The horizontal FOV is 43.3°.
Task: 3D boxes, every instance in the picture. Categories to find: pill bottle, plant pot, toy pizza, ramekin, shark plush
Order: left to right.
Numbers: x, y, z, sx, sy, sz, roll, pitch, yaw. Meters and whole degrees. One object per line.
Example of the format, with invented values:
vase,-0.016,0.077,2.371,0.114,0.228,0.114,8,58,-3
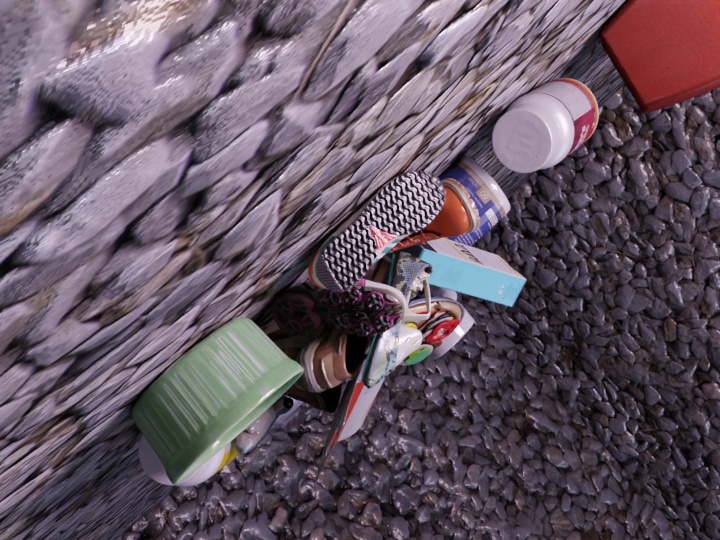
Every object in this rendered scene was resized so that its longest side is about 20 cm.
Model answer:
pill bottle,-0.228,0.230,1.242,0.112,0.113,0.200,-42,174,5
ramekin,-0.171,0.147,1.066,0.200,0.098,0.200,-41,174,-5
shark plush,-0.152,0.208,1.315,0.200,0.090,0.084,-173,-85,-82
toy pizza,0.069,0.105,1.371,0.198,0.032,0.201,-19,153,-10
pill bottle,0.088,0.042,1.500,0.113,0.200,0.113,-43,180,0
pill bottle,0.122,-0.069,1.387,0.200,0.111,0.111,-42,175,0
pill bottle,0.272,-0.212,1.334,0.110,0.110,0.200,-45,174,37
plant pot,0.473,-0.346,1.372,0.175,0.201,0.200,-32,177,16

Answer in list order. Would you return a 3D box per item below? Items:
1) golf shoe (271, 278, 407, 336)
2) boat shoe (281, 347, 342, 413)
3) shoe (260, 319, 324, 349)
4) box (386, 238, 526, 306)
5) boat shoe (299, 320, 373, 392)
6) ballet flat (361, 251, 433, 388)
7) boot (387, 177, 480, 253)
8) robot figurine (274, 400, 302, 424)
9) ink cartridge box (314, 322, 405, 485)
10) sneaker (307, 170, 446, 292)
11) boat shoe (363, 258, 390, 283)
golf shoe,-0.019,0.033,1.140,0.198,0.073,0.092,-1,-153,39
boat shoe,-0.076,0.145,1.249,0.200,0.067,0.073,61,38,-63
shoe,-0.075,0.083,1.275,0.198,0.070,0.054,-23,137,-13
box,0.139,-0.006,1.310,0.198,0.082,0.050,15,110,-33
boat shoe,-0.012,0.093,1.189,0.071,0.076,0.200,-12,-155,25
ballet flat,0.053,0.063,1.158,0.074,0.074,0.202,130,-22,-57
boot,0.076,-0.060,1.167,0.107,0.076,0.200,-31,-170,-20
robot figurine,-0.128,0.172,1.498,0.200,0.113,0.169,-41,-159,-6
ink cartridge box,0.000,0.182,1.250,0.201,0.050,0.163,-73,-176,-45
sneaker,0.012,-0.049,1.087,0.200,0.071,0.093,-42,-167,-17
boat shoe,0.000,0.000,1.308,0.200,0.070,0.071,108,8,-80
